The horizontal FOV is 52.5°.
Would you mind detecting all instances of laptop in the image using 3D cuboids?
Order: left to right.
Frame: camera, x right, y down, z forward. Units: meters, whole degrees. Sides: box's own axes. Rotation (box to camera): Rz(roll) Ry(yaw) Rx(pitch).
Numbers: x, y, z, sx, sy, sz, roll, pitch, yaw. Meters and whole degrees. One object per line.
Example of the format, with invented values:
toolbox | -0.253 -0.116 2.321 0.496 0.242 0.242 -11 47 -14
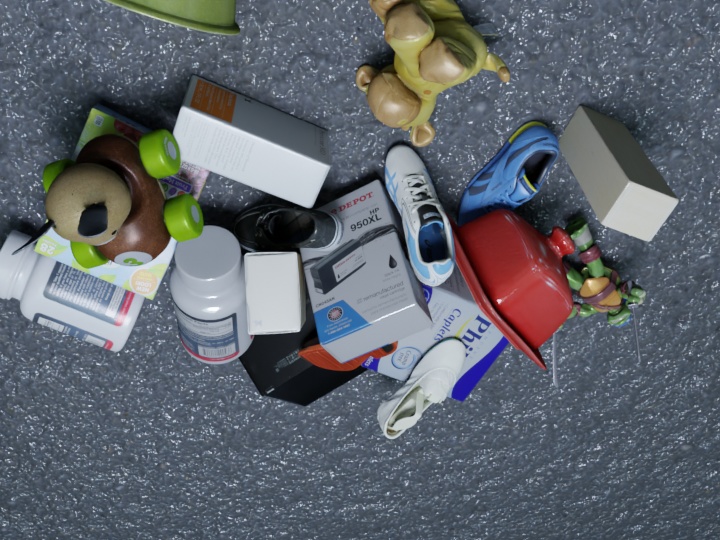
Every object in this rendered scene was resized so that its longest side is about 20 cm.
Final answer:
laptop | -0.091 0.124 1.217 0.185 0.116 0.203 -31 94 18

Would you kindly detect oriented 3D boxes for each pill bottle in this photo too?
pill bottle | -0.417 0.025 1.045 0.196 0.121 0.120 25 121 -21
pill bottle | -0.210 0.034 1.044 0.116 0.122 0.202 2 144 -5

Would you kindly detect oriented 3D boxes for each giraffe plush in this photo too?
giraffe plush | 0.065 -0.244 0.892 0.197 0.176 0.162 -3 149 -47

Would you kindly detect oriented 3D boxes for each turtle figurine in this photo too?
turtle figurine | 0.338 0.038 1.084 0.200 0.143 0.195 -45 104 -22

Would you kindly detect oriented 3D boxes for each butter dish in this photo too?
butter dish | 0.226 -0.004 1.000 0.146 0.202 0.199 -35 133 14

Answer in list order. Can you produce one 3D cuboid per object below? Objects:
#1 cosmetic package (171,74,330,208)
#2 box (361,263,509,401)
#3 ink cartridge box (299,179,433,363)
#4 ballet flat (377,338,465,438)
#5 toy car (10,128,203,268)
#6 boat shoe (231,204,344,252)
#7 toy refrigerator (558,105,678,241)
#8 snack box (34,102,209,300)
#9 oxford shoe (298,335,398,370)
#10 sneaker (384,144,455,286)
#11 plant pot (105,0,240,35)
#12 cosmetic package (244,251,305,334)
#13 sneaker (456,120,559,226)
cosmetic package | -0.141 -0.166 0.945 0.195 0.103 0.072 20 123 -18
box | 0.120 0.082 1.142 0.196 0.106 0.186 20 123 -18
ink cartridge box | 0.000 0.000 1.005 0.142 0.204 0.084 -23 149 12
ballet flat | 0.096 0.189 1.114 0.068 0.070 0.201 28 121 -22
toy car | -0.294 -0.059 0.822 0.160 0.201 0.162 -14 109 11
boat shoe | -0.112 -0.060 0.999 0.196 0.071 0.056 2 174 37
toy refrigerator | 0.324 -0.128 0.942 0.074 0.202 0.071 16 125 -16
snack box | -0.313 -0.089 0.972 0.165 0.068 0.204 23 101 -20
oxford shoe | -0.015 0.098 1.093 0.197 0.074 0.071 -19 137 39
sneaker | 0.083 -0.082 0.974 0.070 0.205 0.073 -9 161 -20
plant pot | -0.197 -0.375 0.756 0.195 0.201 0.194 14 112 -14
cosmetic package | -0.115 0.028 1.017 0.069 0.200 0.109 -3 91 -2
sneaker | 0.203 -0.113 1.023 0.065 0.079 0.201 24 123 -22
